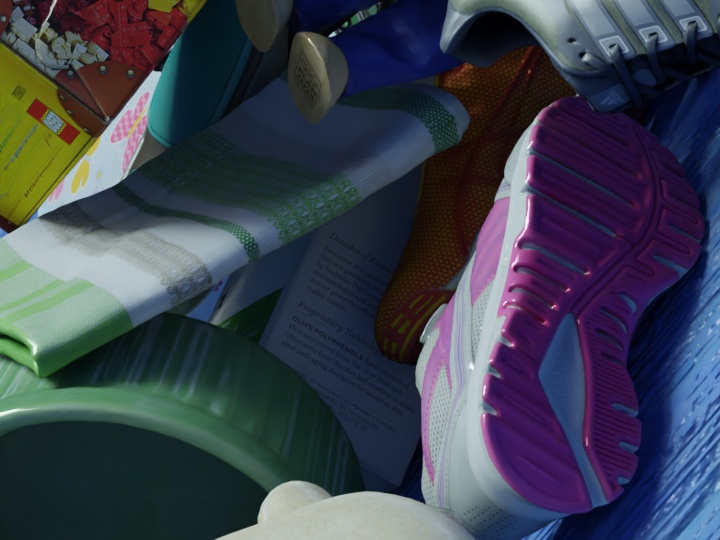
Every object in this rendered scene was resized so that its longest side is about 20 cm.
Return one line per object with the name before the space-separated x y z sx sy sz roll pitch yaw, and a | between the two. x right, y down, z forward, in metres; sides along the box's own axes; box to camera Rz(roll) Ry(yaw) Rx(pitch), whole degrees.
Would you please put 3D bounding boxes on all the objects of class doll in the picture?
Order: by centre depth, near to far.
doll | 0.056 -0.120 1.136 0.199 0.137 0.049 -26 -26 -21

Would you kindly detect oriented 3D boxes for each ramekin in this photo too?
ramekin | -0.089 0.113 1.133 0.200 0.200 0.098 -48 13 27

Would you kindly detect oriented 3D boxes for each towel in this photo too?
towel | -0.070 -0.026 1.151 0.199 0.031 0.149 -30 18 -20

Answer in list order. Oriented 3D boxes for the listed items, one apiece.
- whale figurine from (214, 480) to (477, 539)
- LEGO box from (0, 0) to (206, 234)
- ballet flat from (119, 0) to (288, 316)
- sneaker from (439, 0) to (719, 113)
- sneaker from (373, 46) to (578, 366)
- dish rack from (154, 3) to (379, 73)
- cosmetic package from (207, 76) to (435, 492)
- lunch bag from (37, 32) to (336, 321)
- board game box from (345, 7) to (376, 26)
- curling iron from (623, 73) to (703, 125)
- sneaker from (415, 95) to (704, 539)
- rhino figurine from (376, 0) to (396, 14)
whale figurine | -0.034 0.148 0.991 0.199 0.104 0.160 -4 47 24
LEGO box | -0.109 -0.112 1.162 0.149 0.077 0.200 -54 7 -19
ballet flat | -0.071 -0.042 1.280 0.067 0.064 0.201 38 101 52
sneaker | 0.114 -0.092 1.043 0.199 0.074 0.081 15 81 38
sneaker | 0.051 -0.049 1.194 0.200 0.077 0.073 -60 -10 -22
dish rack | 0.009 -0.134 1.354 0.153 0.055 0.200 -34 -6 38
cosmetic package | 0.000 0.000 1.254 0.108 0.085 0.201 -32 32 60
lunch bag | -0.081 -0.057 1.473 0.170 0.127 0.200 -57 27 27
board game box | -0.047 -0.191 1.508 0.029 0.200 0.135 -37 17 -8
curling iron | 0.099 -0.040 1.153 0.201 0.025 0.050 -61 16 -10
sneaker | 0.063 0.018 1.068 0.088 0.081 0.200 -42 19 47
rhino figurine | 0.048 -0.156 1.228 0.200 0.060 0.088 -29 -39 -35
